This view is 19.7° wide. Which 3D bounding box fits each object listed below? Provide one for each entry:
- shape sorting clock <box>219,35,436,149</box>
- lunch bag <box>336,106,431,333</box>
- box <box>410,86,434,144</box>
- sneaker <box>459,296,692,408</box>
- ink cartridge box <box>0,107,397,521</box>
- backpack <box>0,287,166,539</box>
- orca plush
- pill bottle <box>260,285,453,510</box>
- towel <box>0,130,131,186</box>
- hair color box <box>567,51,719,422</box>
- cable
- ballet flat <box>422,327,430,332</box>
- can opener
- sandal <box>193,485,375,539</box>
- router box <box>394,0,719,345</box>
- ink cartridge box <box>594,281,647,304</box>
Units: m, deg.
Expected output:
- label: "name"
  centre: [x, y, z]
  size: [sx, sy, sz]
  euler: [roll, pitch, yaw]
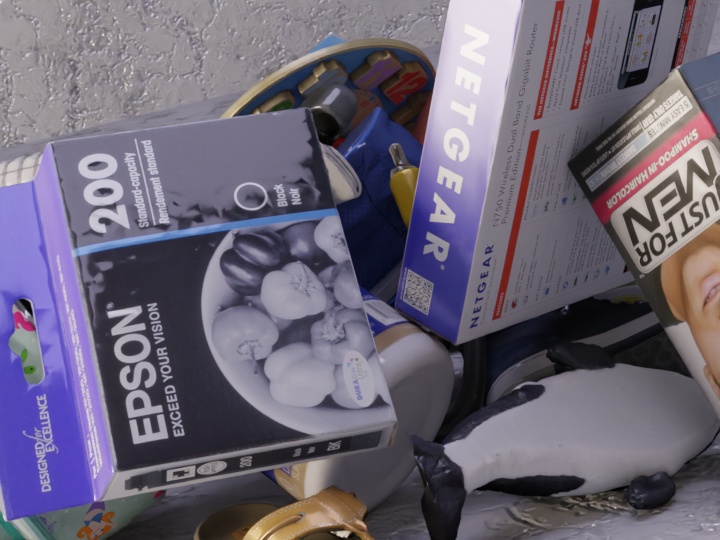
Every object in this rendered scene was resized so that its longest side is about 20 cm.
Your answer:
- label: "shape sorting clock"
  centre: [-0.031, -0.095, 1.501]
  size: [0.199, 0.039, 0.201]
  euler: [-27, -28, -15]
- label: "lunch bag"
  centre: [0.000, 0.000, 1.340]
  size: [0.200, 0.132, 0.136]
  euler: [-42, 6, 18]
- label: "box"
  centre: [0.115, -0.083, 1.503]
  size: [0.127, 0.110, 0.201]
  euler: [0, -37, -23]
- label: "sneaker"
  centre: [0.156, 0.029, 1.243]
  size: [0.200, 0.078, 0.146]
  euler: [-13, 28, -7]
- label: "ink cartridge box"
  centre: [-0.100, 0.016, 1.059]
  size: [0.198, 0.200, 0.044]
  euler: [-10, -30, -10]
- label: "backpack"
  centre: [-0.199, 0.078, 1.161]
  size: [0.150, 0.178, 0.200]
  euler: [-39, 26, -11]
- label: "orca plush"
  centre: [0.103, 0.107, 1.087]
  size: [0.199, 0.071, 0.105]
  euler: [-26, 64, -41]
- label: "pill bottle"
  centre: [-0.055, 0.041, 1.155]
  size: [0.199, 0.117, 0.115]
  euler: [34, 34, 27]
- label: "towel"
  centre: [-0.197, 0.026, 1.341]
  size: [0.164, 0.202, 0.085]
  euler: [-13, 0, 19]
- label: "hair color box"
  centre: [0.200, -0.001, 1.055]
  size: [0.060, 0.201, 0.099]
  euler: [-21, -14, -41]
- label: "cable"
  centre: [0.066, 0.004, 1.214]
  size: [0.096, 0.202, 0.050]
  euler: [-10, -20, 15]
- label: "ballet flat"
  centre: [0.008, 0.033, 1.465]
  size: [0.198, 0.072, 0.072]
  euler: [-15, 12, -16]
- label: "can opener"
  centre: [-0.058, -0.053, 1.233]
  size: [0.199, 0.053, 0.067]
  euler: [-21, 29, 55]
- label: "sandal"
  centre: [-0.026, 0.133, 1.032]
  size: [0.080, 0.055, 0.199]
  euler: [-17, 13, -31]
- label: "router box"
  centre: [0.110, -0.077, 1.122]
  size: [0.049, 0.202, 0.179]
  euler: [30, 32, 36]
- label: "ink cartridge box"
  centre: [0.159, -0.007, 1.331]
  size: [0.144, 0.048, 0.200]
  euler: [-9, -18, 5]
